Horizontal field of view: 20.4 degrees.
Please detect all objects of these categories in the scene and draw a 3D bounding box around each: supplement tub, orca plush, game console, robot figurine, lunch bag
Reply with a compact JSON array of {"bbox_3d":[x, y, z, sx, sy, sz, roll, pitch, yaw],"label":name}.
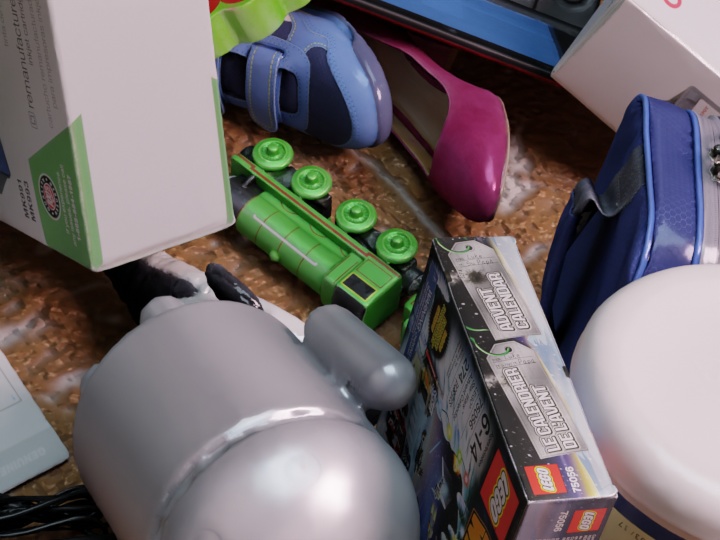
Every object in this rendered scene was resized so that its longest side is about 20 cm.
[{"bbox_3d":[0.139,0.113,0.840,0.144,0.201,0.145,7,44,-6],"label":"supplement tub"},{"bbox_3d":[-0.080,0.039,0.962,0.200,0.105,0.071,32,78,15],"label":"orca plush"},{"bbox_3d":[0.063,-0.200,1.172,0.199,0.119,0.173,20,80,-9],"label":"game console"},{"bbox_3d":[-0.048,0.088,0.831,0.113,0.170,0.200,35,7,-39],"label":"robot figurine"},{"bbox_3d":[0.151,0.016,0.942,0.132,0.201,0.136,11,44,-5],"label":"lunch bag"}]

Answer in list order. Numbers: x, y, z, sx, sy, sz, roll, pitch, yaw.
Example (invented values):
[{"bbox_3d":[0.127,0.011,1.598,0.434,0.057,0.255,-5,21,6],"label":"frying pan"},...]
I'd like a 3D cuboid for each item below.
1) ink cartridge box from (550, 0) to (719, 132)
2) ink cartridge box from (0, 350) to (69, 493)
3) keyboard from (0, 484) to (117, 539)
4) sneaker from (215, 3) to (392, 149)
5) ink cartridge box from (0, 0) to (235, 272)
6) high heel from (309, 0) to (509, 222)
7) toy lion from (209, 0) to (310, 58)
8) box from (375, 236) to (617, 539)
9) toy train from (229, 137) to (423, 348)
[{"bbox_3d":[0.226,-0.103,1.122,0.200,0.086,0.148,40,47,-2],"label":"ink cartridge box"},{"bbox_3d":[-0.257,0.050,0.940,0.160,0.047,0.200,-27,73,-35],"label":"ink cartridge box"},{"bbox_3d":[-0.155,0.133,0.862,0.199,0.040,0.104,-4,47,-21],"label":"keyboard"},{"bbox_3d":[-0.065,-0.119,1.128,0.082,0.074,0.200,-31,51,-34],"label":"sneaker"},{"bbox_3d":[-0.156,-0.102,0.984,0.087,0.146,0.200,-21,29,-30],"label":"ink cartridge box"},{"bbox_3d":[0.020,-0.094,1.115,0.095,0.068,0.200,8,38,-19],"label":"high heel"},{"bbox_3d":[-0.103,-0.194,1.112,0.199,0.069,0.192,2,56,25],"label":"toy lion"},{"bbox_3d":[0.041,0.104,0.826,0.040,0.201,0.137,-2,45,-18],"label":"box"},{"bbox_3d":[0.000,0.000,1.043,0.200,0.042,0.056,36,59,23],"label":"toy train"}]
